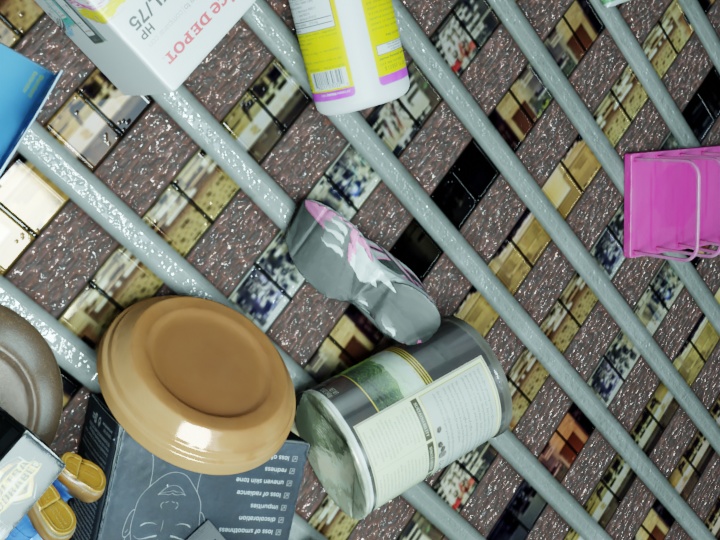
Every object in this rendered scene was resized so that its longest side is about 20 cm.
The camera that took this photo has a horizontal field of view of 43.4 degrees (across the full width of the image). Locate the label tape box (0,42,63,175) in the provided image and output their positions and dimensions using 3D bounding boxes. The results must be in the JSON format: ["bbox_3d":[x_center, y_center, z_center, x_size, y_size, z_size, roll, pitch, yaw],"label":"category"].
[{"bbox_3d":[-0.311,-0.107,0.703,0.066,0.199,0.145,32,81,-28],"label":"label tape box"}]

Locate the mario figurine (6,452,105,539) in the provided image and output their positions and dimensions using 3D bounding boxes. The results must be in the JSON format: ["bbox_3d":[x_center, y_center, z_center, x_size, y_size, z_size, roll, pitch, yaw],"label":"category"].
[{"bbox_3d":[-0.294,0.244,0.789,0.122,0.199,0.107,7,52,-53],"label":"mario figurine"}]

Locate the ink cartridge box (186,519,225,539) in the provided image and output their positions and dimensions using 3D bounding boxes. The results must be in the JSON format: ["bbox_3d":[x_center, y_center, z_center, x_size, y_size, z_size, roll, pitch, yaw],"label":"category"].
[{"bbox_3d":[-0.179,0.313,0.769,0.199,0.094,0.045,-42,116,-18],"label":"ink cartridge box"}]

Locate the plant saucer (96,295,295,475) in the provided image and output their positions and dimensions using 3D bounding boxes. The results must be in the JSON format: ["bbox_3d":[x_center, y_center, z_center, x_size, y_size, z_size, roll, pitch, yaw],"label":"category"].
[{"bbox_3d":[-0.146,0.095,0.848,0.197,0.202,0.038,11,130,-32],"label":"plant saucer"}]

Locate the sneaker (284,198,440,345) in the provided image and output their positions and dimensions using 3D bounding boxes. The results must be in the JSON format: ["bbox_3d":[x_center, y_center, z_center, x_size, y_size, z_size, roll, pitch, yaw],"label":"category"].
[{"bbox_3d":[0.000,0.000,0.990,0.200,0.087,0.080,44,103,-10],"label":"sneaker"}]

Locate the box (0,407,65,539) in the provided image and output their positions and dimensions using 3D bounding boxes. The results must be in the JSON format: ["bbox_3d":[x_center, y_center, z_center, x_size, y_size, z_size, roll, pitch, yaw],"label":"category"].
[{"bbox_3d":[-0.331,0.205,0.711,0.046,0.158,0.201,47,69,-23],"label":"box"}]

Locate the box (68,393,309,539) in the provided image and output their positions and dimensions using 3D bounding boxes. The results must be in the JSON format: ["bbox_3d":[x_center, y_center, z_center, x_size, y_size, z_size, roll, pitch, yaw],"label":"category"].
[{"bbox_3d":[-0.176,0.240,0.883,0.197,0.123,0.201,12,90,-31],"label":"box"}]

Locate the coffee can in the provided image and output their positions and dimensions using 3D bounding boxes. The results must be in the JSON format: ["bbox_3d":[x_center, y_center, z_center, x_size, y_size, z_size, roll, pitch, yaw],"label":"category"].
[{"bbox_3d":[0.047,0.158,0.993,0.198,0.146,0.149,-25,109,-26],"label":"coffee can"}]

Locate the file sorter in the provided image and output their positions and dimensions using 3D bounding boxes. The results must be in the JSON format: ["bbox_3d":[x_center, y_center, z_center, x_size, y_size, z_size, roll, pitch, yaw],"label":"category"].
[{"bbox_3d":[0.473,-0.092,1.229,0.197,0.125,0.142,-8,102,-30],"label":"file sorter"}]

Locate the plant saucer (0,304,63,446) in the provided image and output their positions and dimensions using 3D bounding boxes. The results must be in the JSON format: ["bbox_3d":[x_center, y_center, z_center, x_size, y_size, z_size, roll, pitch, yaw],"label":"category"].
[{"bbox_3d":[-0.362,0.126,0.804,0.197,0.036,0.205,-5,100,-30],"label":"plant saucer"}]

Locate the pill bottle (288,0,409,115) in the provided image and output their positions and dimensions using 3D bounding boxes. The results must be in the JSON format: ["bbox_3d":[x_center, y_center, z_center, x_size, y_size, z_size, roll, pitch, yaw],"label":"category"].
[{"bbox_3d":[-0.019,-0.268,0.914,0.103,0.104,0.204,-23,109,-26],"label":"pill bottle"}]

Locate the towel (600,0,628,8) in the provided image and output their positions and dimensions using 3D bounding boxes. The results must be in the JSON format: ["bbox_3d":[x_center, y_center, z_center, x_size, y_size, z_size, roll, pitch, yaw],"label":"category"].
[{"bbox_3d":[0.342,-0.452,1.155,0.151,0.023,0.204,-24,109,-26],"label":"towel"}]

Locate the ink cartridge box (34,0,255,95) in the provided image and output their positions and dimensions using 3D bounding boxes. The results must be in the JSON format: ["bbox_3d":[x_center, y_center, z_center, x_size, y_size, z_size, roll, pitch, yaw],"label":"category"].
[{"bbox_3d":[-0.204,-0.274,0.775,0.147,0.145,0.200,-51,119,-14],"label":"ink cartridge box"}]
